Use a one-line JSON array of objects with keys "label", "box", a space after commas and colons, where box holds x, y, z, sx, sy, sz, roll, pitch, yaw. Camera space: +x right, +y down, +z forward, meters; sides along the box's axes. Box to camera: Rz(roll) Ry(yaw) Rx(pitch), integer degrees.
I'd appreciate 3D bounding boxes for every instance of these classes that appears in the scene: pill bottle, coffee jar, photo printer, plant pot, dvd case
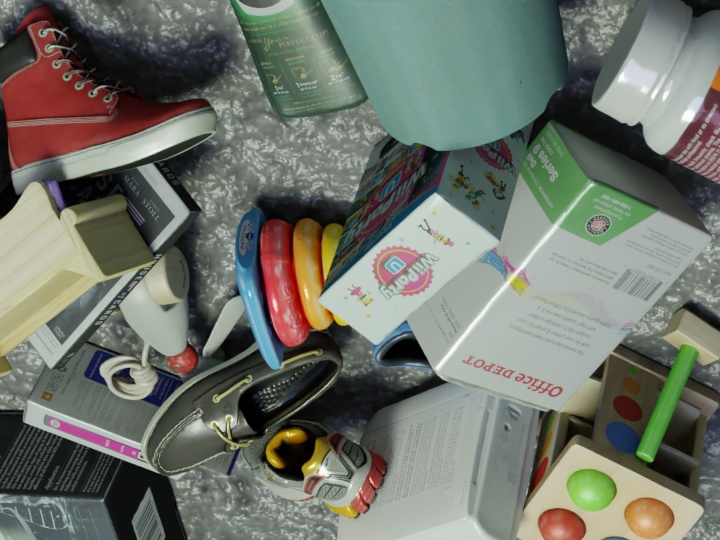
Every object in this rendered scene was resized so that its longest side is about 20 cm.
[{"label": "pill bottle", "box": [0.278, -0.119, 1.335, 0.199, 0.115, 0.115, 26, 130, -5]}, {"label": "coffee jar", "box": [-0.054, -0.219, 1.376, 0.103, 0.086, 0.201, -6, 126, 29]}, {"label": "photo printer", "box": [0.060, 0.183, 1.595, 0.069, 0.168, 0.199, 34, 141, -27]}, {"label": "plant pot", "box": [0.056, -0.205, 1.292, 0.198, 0.201, 0.197, -6, 132, 21]}, {"label": "dvd case", "box": [-0.241, -0.038, 1.541, 0.200, 0.025, 0.151, -46, 75, 24]}]

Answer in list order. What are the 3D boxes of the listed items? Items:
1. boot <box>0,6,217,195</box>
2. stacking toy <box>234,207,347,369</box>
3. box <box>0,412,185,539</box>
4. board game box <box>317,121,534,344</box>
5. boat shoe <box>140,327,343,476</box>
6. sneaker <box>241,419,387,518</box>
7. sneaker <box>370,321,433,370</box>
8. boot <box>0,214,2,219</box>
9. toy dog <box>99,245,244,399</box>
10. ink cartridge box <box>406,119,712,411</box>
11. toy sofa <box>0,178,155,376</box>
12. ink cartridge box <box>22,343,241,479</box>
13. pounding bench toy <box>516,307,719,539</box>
[{"label": "boot", "box": [-0.211, -0.149, 1.464, 0.198, 0.072, 0.146, -11, 90, 29]}, {"label": "stacking toy", "box": [0.000, 0.000, 1.534, 0.198, 0.117, 0.110, -8, 128, 9]}, {"label": "box", "box": [-0.294, 0.251, 1.798, 0.195, 0.124, 0.201, 1, 127, 19]}, {"label": "board game box", "box": [0.055, -0.060, 1.393, 0.064, 0.201, 0.147, 37, 128, -15]}, {"label": "boat shoe", "box": [-0.105, 0.118, 1.610, 0.201, 0.061, 0.072, -37, 127, 0]}, {"label": "sneaker", "box": [-0.055, 0.161, 1.639, 0.082, 0.078, 0.199, 34, 164, -27]}, {"label": "sneaker", "box": [0.106, 0.058, 1.552, 0.198, 0.079, 0.066, -3, 125, 17]}, {"label": "boot", "box": [-0.329, -0.100, 1.511, 0.073, 0.156, 0.201, -11, 150, -28]}, {"label": "toy dog", "box": [-0.169, 0.029, 1.622, 0.130, 0.097, 0.201, 7, 144, 8]}, {"label": "ink cartridge box", "box": [0.149, 0.002, 1.421, 0.145, 0.088, 0.201, 19, 118, -38]}, {"label": "toy sofa", "box": [-0.275, 0.007, 1.502, 0.199, 0.083, 0.098, -35, 83, 26]}, {"label": "ink cartridge box", "box": [-0.203, 0.132, 1.692, 0.198, 0.095, 0.037, 19, 131, 2]}, {"label": "pounding bench toy", "box": [0.229, 0.145, 1.529, 0.123, 0.157, 0.201, 26, 130, -4]}]
